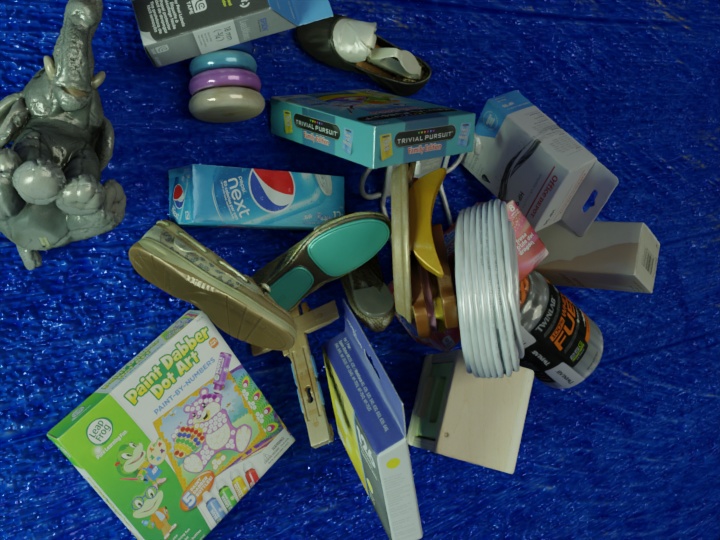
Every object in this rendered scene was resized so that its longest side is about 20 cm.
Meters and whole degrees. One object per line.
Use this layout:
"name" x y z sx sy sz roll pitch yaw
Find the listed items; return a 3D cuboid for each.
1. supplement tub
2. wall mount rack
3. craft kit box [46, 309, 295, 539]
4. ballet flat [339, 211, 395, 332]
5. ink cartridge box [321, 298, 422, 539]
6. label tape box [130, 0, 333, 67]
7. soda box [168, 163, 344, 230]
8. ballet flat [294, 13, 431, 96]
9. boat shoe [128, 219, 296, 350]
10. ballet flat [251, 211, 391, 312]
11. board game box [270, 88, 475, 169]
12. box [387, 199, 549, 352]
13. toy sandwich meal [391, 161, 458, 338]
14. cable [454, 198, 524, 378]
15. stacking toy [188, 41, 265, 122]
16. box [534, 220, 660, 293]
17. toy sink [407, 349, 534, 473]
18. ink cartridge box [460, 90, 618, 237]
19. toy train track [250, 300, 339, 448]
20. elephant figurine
"supplement tub" 0.255 0.079 1.130 0.199 0.122 0.123 36 69 -31
"wall mount rack" 0.088 -0.102 1.045 0.199 0.075 0.175 -22 139 -34
"craft kit box" -0.195 0.181 0.840 0.200 0.048 0.198 -44 111 -29
"ballet flat" 0.000 0.000 0.929 0.067 0.201 0.047 -11 133 -10
"ink cartridge box" 0.006 0.167 0.861 0.047 0.198 0.201 -18 124 -10
"label tape box" -0.143 -0.313 0.800 0.198 0.063 0.145 -18 83 -4
"soda box" -0.116 -0.081 0.888 0.199 0.068 0.065 -1 90 -37
"ballet flat" 0.013 -0.284 0.989 0.199 0.068 0.069 14 81 -36
"boat shoe" -0.147 0.013 0.822 0.199 0.073 0.063 33 53 -2
"ballet flat" -0.055 -0.014 0.884 0.199 0.071 0.071 -36 115 9
"board game box" 0.011 -0.172 0.902 0.150 0.199 0.047 -15 117 -36
"box" 0.136 0.004 1.023 0.200 0.100 0.096 -42 105 -13
"toy sandwich meal" 0.073 -0.027 0.871 0.070 0.205 0.207 -2 90 5
"cable" 0.145 0.021 0.873 0.200 0.069 0.202 -50 135 -74
"stacking toy" -0.156 -0.273 0.859 0.085 0.085 0.202 -3 87 -37
"box" 0.320 -0.023 1.124 0.095 0.199 0.078 27 72 -49
"toy sink" 0.134 0.184 1.030 0.111 0.200 0.132 16 80 -5
"ink cartridge box" 0.242 -0.139 1.066 0.068 0.116 0.200 -24 60 -36
"toy train track" -0.062 0.108 0.887 0.033 0.114 0.201 49 20 -56
"elephant figurine" -0.286 -0.131 0.733 0.142 0.154 0.202 57 22 -61
